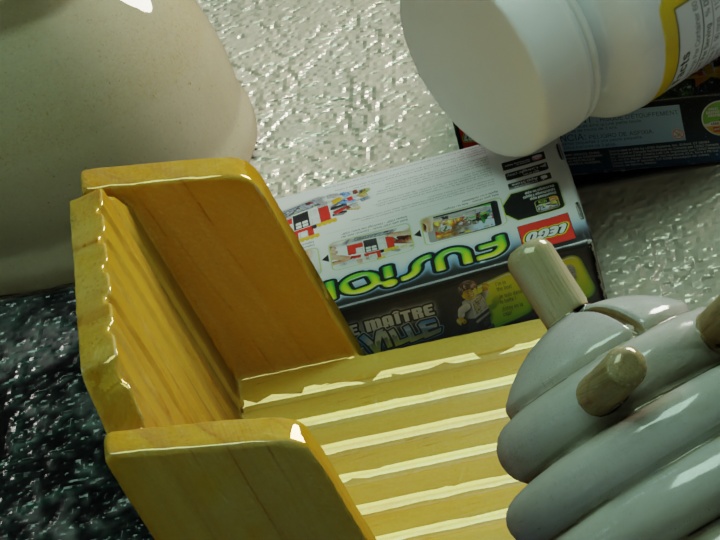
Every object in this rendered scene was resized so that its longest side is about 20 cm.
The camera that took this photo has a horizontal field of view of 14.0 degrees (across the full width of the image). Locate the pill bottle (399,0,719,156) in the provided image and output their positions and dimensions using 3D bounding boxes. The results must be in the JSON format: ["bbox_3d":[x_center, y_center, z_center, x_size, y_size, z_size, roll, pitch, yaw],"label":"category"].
[{"bbox_3d":[0.122,-0.139,1.289,0.200,0.114,0.114,-33,36,-25],"label":"pill bottle"}]

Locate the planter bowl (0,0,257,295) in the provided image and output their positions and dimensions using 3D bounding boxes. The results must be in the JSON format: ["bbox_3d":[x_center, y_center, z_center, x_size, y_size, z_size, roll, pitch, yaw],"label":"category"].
[{"bbox_3d":[-0.163,-0.100,1.413,0.200,0.135,0.200,-12,32,8],"label":"planter bowl"}]

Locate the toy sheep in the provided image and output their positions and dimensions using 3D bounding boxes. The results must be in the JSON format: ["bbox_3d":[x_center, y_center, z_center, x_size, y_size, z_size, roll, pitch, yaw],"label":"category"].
[{"bbox_3d":[0.111,0.073,1.009,0.138,0.200,0.138,-26,-11,-6],"label":"toy sheep"}]

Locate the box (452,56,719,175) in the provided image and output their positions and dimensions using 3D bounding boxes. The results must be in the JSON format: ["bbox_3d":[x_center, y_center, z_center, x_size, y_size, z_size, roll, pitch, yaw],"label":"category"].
[{"bbox_3d":[0.128,-0.117,1.395,0.136,0.038,0.200,-6,34,17],"label":"box"}]

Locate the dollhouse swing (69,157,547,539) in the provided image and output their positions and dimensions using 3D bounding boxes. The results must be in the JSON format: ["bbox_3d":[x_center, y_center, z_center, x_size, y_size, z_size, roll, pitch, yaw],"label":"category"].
[{"bbox_3d":[0.009,0.037,1.117,0.176,0.182,0.200,-24,31,8],"label":"dollhouse swing"}]

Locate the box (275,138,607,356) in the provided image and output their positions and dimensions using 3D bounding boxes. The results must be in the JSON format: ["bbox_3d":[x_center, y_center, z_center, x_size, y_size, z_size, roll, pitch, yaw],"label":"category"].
[{"bbox_3d":[0.000,0.000,1.277,0.200,0.035,0.110,-15,30,3],"label":"box"}]
